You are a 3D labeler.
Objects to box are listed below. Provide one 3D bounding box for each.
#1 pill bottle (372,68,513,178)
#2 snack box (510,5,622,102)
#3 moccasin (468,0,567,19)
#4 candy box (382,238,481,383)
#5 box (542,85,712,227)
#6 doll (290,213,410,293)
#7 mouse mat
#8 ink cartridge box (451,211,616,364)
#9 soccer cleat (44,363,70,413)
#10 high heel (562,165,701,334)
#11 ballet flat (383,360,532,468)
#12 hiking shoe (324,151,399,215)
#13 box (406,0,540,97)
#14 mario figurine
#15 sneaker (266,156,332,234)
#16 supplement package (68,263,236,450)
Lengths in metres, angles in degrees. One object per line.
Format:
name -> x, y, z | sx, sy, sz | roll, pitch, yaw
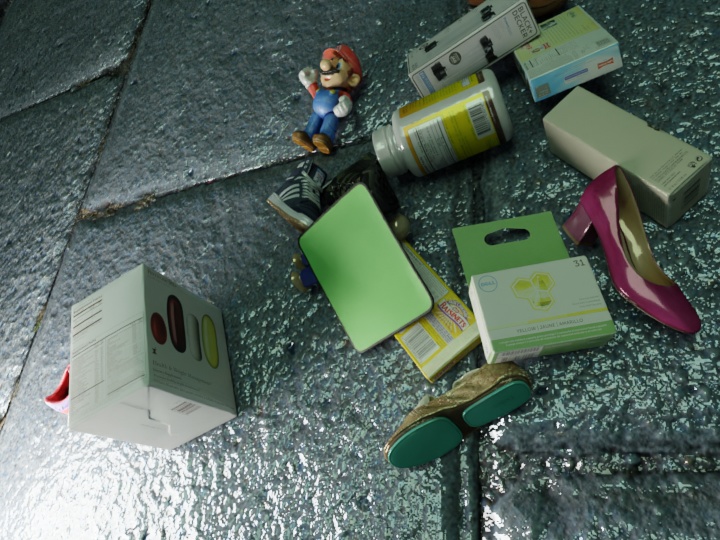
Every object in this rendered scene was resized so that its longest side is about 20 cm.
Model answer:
pill bottle -> 0.122, -0.214, 0.802 | 0.198, 0.109, 0.110 | -19, 57, 19
snack box -> 0.287, -0.319, 0.766 | 0.115, 0.037, 0.201 | -19, 35, 19
moccasin -> 0.257, -0.478, 0.884 | 0.074, 0.078, 0.201 | -46, 53, 0
candy box -> 0.079, 0.049, 0.740 | 0.102, 0.026, 0.200 | -39, 53, 1
box -> 0.331, -0.148, 0.671 | 0.068, 0.082, 0.200 | -42, 54, 4
doll -> -0.016, -0.039, 0.810 | 0.199, 0.048, 0.137 | -23, 44, 24
mouse mat -> 0.000, 0.000, 0.734 | 0.161, 0.008, 0.201 | -36, 77, 36
ink cartridge box -> 0.205, 0.006, 0.654 | 0.144, 0.048, 0.202 | -9, 61, 1
soccer cleat -> -0.486, 0.168, 0.960 | 0.068, 0.073, 0.201 | 25, 79, 36
high heel -> 0.320, -0.026, 0.595 | 0.200, 0.067, 0.097 | 53, 133, 31
ballet flat -> 0.114, 0.171, 0.646 | 0.199, 0.071, 0.065 | -30, 27, 9
hiking shoe -> -0.003, -0.115, 0.807 | 0.100, 0.076, 0.200 | -30, 20, 9
box -> 0.174, -0.361, 0.844 | 0.199, 0.060, 0.117 | -29, 31, 21
mario figurine -> -0.067, -0.325, 0.963 | 0.122, 0.106, 0.202 | 19, 81, -1
sneaker -> -0.084, -0.122, 0.868 | 0.109, 0.070, 0.200 | -47, 31, -3
supplement package -> -0.314, 0.138, 0.807 | 0.146, 0.191, 0.201 | -28, 56, 12
